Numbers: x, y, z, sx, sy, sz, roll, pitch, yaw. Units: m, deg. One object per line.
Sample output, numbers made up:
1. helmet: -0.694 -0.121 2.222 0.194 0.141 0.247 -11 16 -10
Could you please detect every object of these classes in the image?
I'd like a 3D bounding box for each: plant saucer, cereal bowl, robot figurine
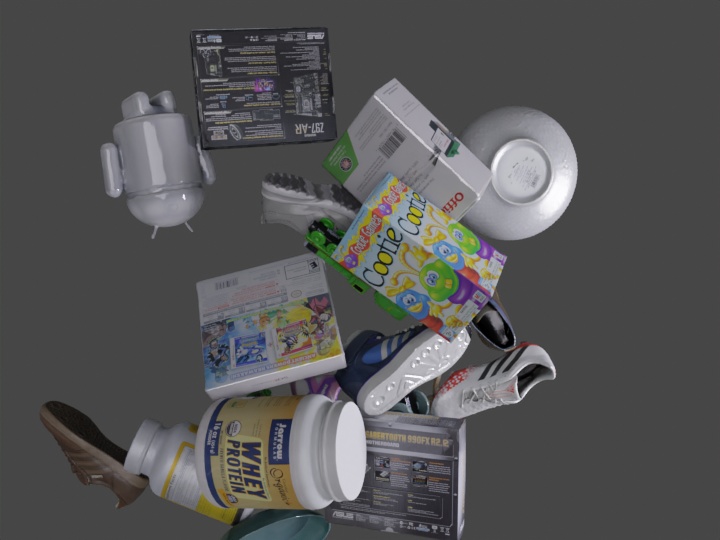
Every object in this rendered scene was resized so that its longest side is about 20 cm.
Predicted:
1. plant saucer: -0.141 0.404 1.057 0.198 0.201 0.036 -30 55 1
2. cereal bowl: 0.228 -0.145 1.045 0.196 0.083 0.204 0 94 -1
3. robot figurine: -0.287 -0.150 1.015 0.168 0.112 0.203 -12 96 -35

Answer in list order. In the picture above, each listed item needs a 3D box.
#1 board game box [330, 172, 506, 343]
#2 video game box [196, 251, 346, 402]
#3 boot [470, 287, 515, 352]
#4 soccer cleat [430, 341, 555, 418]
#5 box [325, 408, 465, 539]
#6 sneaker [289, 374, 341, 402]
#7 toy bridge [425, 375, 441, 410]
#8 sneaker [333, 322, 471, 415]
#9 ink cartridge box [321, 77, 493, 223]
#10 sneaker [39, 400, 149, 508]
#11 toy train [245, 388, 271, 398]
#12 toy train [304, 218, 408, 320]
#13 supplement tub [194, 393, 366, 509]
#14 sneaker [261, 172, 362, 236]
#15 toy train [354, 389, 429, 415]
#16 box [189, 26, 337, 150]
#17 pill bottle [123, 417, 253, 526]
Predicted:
1. board game box: 0.079 -0.018 0.950 0.199 0.103 0.105 35 128 1
2. video game box: -0.131 0.077 1.024 0.197 0.047 0.184 -14 54 0
3. boot: 0.174 0.032 1.051 0.074 0.097 0.201 -33 95 2
4. soccer cleat: 0.198 0.175 1.061 0.198 0.085 0.069 -26 113 -5
5. box: 0.047 0.282 0.995 0.197 0.048 0.161 1 96 18
6. sneaker: -0.044 0.247 1.080 0.087 0.080 0.203 -14 97 -14
7. toy bridge: 0.096 0.120 1.092 0.066 0.027 0.203 -15 97 0
8. sneaker: 0.047 0.107 1.039 0.199 0.146 0.081 -37 129 -6
9. ink cartridge box: 0.066 -0.142 1.003 0.200 0.084 0.146 43 129 -2
10. sneaker: -0.415 0.284 1.072 0.199 0.070 0.076 39 94 -4
11. toy train: -0.151 0.206 1.079 0.041 0.056 0.202 -28 95 1
12. toy train: 0.000 0.000 1.025 0.199 0.056 0.042 38 50 -8
13. supplement tub: -0.102 0.239 0.937 0.197 0.144 0.147 -6 96 18
14. sneaker: -0.055 -0.083 1.061 0.197 0.075 0.083 17 122 -4
15. toy train: 0.053 0.265 1.069 0.113 0.085 0.203 -10 96 30
16. box: -0.138 -0.262 1.020 0.197 0.043 0.163 -7 96 -15
17. pill bottle: -0.242 0.295 1.057 0.198 0.112 0.113 23 94 -3
